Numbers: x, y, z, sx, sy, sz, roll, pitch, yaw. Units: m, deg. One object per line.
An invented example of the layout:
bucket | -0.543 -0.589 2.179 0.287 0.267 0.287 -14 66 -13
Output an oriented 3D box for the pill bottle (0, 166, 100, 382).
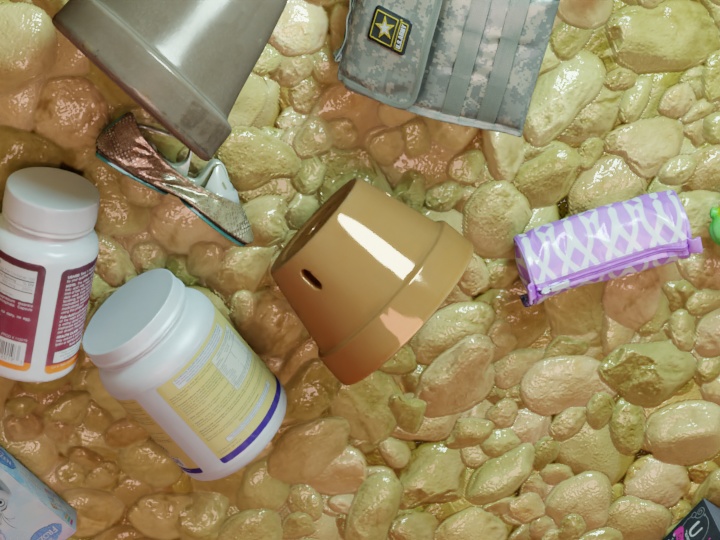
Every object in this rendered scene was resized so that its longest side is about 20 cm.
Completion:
pill bottle | -0.332 0.003 1.742 0.113 0.114 0.201 9 117 -13

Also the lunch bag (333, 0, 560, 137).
lunch bag | 0.082 -0.240 1.669 0.198 0.118 0.165 11 119 -7

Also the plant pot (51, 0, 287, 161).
plant pot | -0.165 -0.233 1.607 0.175 0.200 0.200 -48 116 -1

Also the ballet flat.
ballet flat | -0.178 -0.097 1.740 0.199 0.071 0.065 32 96 -27

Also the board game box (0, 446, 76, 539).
board game box | -0.462 0.283 1.919 0.200 0.043 0.199 -37 117 12

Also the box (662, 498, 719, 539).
box | 0.451 0.396 2.027 0.132 0.200 0.115 32 111 -23

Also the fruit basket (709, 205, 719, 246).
fruit basket | 0.491 -0.038 1.834 0.214 0.156 0.217 -14 124 -21

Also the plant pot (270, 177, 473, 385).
plant pot | 0.000 0.000 1.758 0.140 0.200 0.200 42 107 -9

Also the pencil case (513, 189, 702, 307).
pencil case | 0.262 -0.024 1.832 0.199 0.086 0.084 -19 122 2

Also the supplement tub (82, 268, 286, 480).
supplement tub | -0.188 0.111 1.806 0.145 0.146 0.200 -33 118 10
